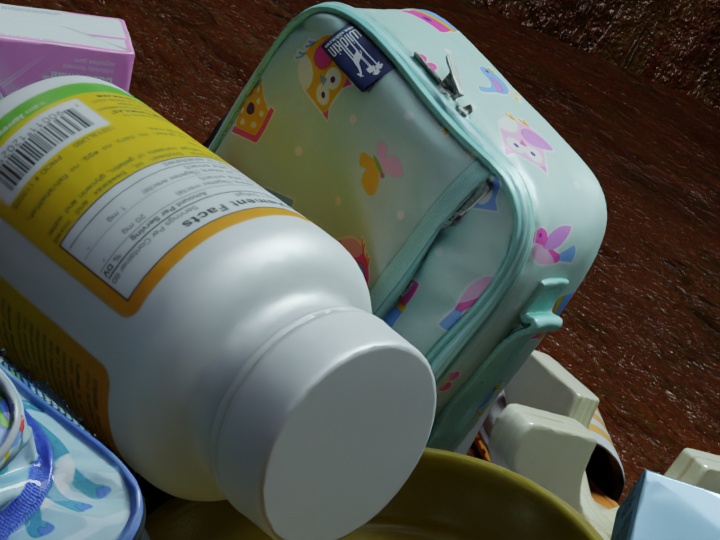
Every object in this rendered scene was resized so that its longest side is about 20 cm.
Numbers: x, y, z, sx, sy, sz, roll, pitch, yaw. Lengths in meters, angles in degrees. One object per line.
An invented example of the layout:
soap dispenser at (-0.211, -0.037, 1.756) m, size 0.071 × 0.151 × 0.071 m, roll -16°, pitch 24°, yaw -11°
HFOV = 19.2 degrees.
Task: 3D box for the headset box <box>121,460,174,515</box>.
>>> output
headset box at (-0.097, 0.062, 0.995) m, size 0.199 × 0.078 × 0.149 m, roll 25°, pitch 15°, yaw -13°

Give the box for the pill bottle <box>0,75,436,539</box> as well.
pill bottle at (-0.066, 0.016, 0.794) m, size 0.111 × 0.112 × 0.200 m, roll 10°, pitch 20°, yaw -49°

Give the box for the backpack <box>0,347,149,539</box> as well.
backpack at (-0.168, 0.075, 0.587) m, size 0.200 × 0.183 × 0.148 m, roll 33°, pitch -29°, yaw 38°

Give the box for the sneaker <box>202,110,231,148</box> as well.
sneaker at (-0.019, -0.037, 1.110) m, size 0.076 × 0.091 × 0.200 m, roll 33°, pitch 17°, yaw 29°

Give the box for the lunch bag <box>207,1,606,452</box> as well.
lunch bag at (0.000, 0.000, 0.864) m, size 0.077 × 0.200 × 0.161 m, roll 2°, pitch 40°, yaw -48°

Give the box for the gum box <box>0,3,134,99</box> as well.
gum box at (-0.222, -0.077, 1.081) m, size 0.198 × 0.114 × 0.066 m, roll 6°, pitch 20°, yaw -14°

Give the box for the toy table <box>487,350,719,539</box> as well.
toy table at (0.109, 0.133, 1.044) m, size 0.184 × 0.118 × 0.199 m, roll 37°, pitch 17°, yaw 34°

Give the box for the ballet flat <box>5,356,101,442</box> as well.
ballet flat at (-0.170, 0.066, 0.829) m, size 0.199 × 0.076 × 0.064 m, roll -2°, pitch -4°, yaw -40°

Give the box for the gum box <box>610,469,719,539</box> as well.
gum box at (0.155, 0.191, 0.759) m, size 0.169 × 0.201 × 0.045 m, roll 18°, pitch -29°, yaw 0°

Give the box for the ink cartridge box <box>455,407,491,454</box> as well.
ink cartridge box at (-0.036, 0.040, 1.162) m, size 0.199 × 0.085 × 0.146 m, roll 32°, pitch 16°, yaw 16°

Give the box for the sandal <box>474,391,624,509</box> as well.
sandal at (0.106, 0.088, 1.301) m, size 0.079 × 0.059 × 0.207 m, roll 19°, pitch 17°, yaw -29°

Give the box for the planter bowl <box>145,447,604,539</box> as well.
planter bowl at (-0.001, 0.156, 0.759) m, size 0.199 × 0.084 × 0.201 m, roll -3°, pitch 36°, yaw 2°
